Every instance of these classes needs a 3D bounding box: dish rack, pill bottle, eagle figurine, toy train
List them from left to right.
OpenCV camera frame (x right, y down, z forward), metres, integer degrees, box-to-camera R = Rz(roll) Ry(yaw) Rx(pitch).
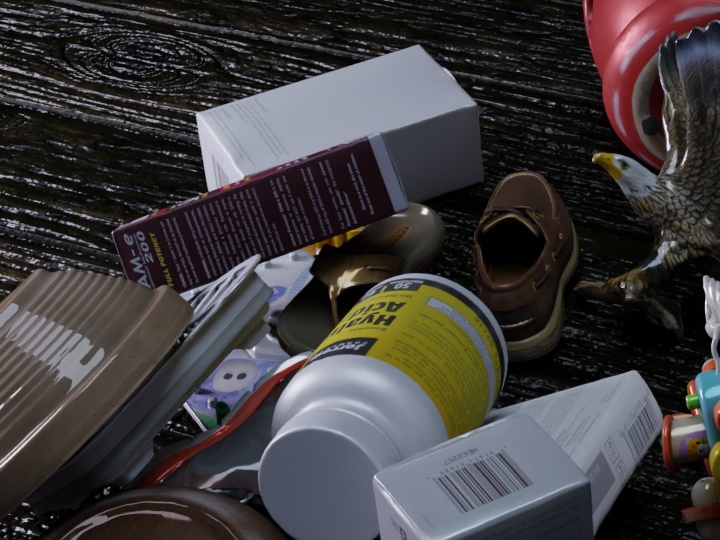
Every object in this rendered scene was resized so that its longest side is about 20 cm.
[{"bbox_3d":[-0.138,0.083,1.436,0.200,0.044,0.172,-48,9,-29],"label":"dish rack"},{"bbox_3d":[0.012,0.088,1.335,0.111,0.112,0.200,7,25,18],"label":"pill bottle"},{"bbox_3d":[0.228,-0.063,1.522,0.152,0.151,0.200,25,85,38],"label":"eagle figurine"},{"bbox_3d":[0.209,0.096,1.348,0.055,0.200,0.151,-13,59,6],"label":"toy train"}]

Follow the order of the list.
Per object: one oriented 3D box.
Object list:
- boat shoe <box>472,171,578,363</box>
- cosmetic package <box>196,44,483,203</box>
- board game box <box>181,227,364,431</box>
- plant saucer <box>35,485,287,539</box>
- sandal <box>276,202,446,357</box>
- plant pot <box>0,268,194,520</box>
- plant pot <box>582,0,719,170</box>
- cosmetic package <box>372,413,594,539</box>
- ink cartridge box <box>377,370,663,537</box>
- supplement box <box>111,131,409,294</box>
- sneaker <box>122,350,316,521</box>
[{"bbox_3d":[0.117,-0.018,1.590,0.072,0.068,0.200,-7,34,13],"label":"boat shoe"},{"bbox_3d":[-0.015,-0.096,1.718,0.200,0.081,0.113,-16,37,-15],"label":"cosmetic package"},{"bbox_3d":[-0.048,0.039,1.579,0.200,0.026,0.200,-21,38,-19],"label":"board game box"},{"bbox_3d":[-0.129,0.205,1.311,0.200,0.037,0.201,-3,52,4],"label":"plant saucer"},{"bbox_3d":[0.000,0.000,1.557,0.080,0.054,0.200,12,39,24],"label":"sandal"},{"bbox_3d":[-0.207,0.066,1.390,0.201,0.093,0.201,-44,8,8],"label":"plant pot"},{"bbox_3d":[0.271,-0.184,1.693,0.200,0.201,0.183,-1,39,7],"label":"plant pot"},{"bbox_3d":[0.073,0.188,1.202,0.101,0.200,0.074,-20,38,-18],"label":"cosmetic package"},{"bbox_3d":[0.075,0.137,1.372,0.200,0.050,0.161,-21,13,31],"label":"ink cartridge box"},{"bbox_3d":[-0.071,-0.037,1.549,0.200,0.061,0.109,-21,4,-2],"label":"supplement box"},{"bbox_3d":[-0.057,0.128,1.429,0.200,0.077,0.082,-35,51,-18],"label":"sneaker"}]
